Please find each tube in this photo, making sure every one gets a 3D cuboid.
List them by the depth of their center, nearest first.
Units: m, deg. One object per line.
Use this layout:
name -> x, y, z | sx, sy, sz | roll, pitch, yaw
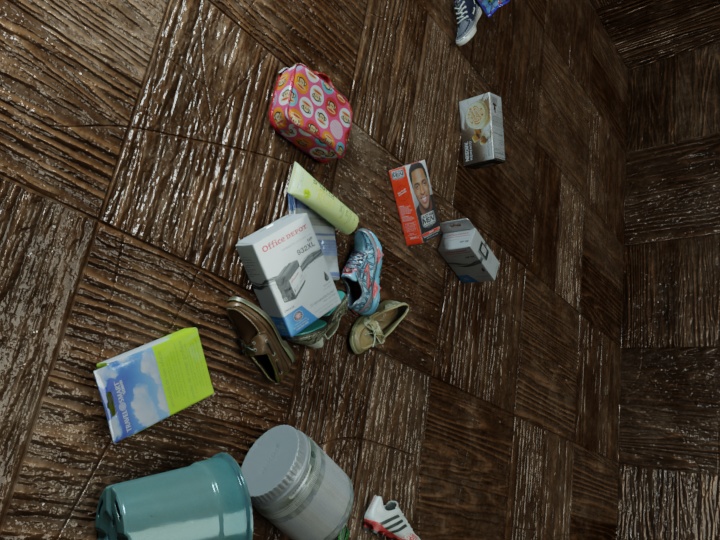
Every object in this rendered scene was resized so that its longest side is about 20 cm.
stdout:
tube -> -0.083, -0.151, 1.361 | 0.052, 0.058, 0.199 | -46, 127, 10

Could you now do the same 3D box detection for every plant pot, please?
plant pot -> -0.297, 0.402, 0.965 | 0.192, 0.197, 0.208 | 6, 80, -40

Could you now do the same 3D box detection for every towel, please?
towel -> -0.102, -0.074, 1.374 | 0.145, 0.023, 0.208 | -2, 86, -50

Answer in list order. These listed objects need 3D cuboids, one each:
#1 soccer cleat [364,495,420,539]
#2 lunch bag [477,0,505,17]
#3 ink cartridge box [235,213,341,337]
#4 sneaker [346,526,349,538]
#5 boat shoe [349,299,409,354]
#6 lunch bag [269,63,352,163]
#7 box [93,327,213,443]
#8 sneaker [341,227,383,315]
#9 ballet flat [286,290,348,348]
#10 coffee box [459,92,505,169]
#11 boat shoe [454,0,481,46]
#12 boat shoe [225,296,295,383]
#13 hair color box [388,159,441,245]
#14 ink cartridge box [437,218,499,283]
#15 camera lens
soccer cleat -> 0.084, 0.598, 1.465 | 0.199, 0.067, 0.087 | 38, 62, -34
lunch bag -> 0.382, -0.951, 1.997 | 0.196, 0.093, 0.155 | 17, 57, -41
ink cartridge box -> -0.143, 0.007, 1.250 | 0.143, 0.083, 0.205 | -31, 109, -32
sneaker -> -0.062, 0.623, 1.281 | 0.085, 0.076, 0.205 | 37, 57, -40
boat shoe -> 0.044, 0.129, 1.486 | 0.200, 0.061, 0.075 | -43, 116, -43
lunch bag -> -0.103, -0.357, 1.369 | 0.198, 0.080, 0.182 | 29, 63, -43
box -> -0.347, 0.187, 1.032 | 0.198, 0.047, 0.126 | -22, 101, -48
sneaker -> 0.000, 0.000, 1.442 | 0.094, 0.078, 0.208 | 4, 81, -46
ballet flat -> -0.084, 0.122, 1.343 | 0.199, 0.066, 0.078 | -41, 130, -46
coffee box -> 0.378, -0.430, 1.917 | 0.078, 0.112, 0.208 | 1, 85, -48
boat shoe -> 0.321, -0.795, 1.943 | 0.093, 0.073, 0.203 | 45, 45, -27
boat shoe -> -0.197, 0.138, 1.197 | 0.201, 0.070, 0.069 | 53, 48, -30
hair color box -> 0.148, -0.181, 1.653 | 0.100, 0.060, 0.206 | -25, 103, -47
ink cartridge box -> 0.301, -0.053, 1.773 | 0.200, 0.114, 0.068 | 47, 54, -34
camera lens -> -0.117, 0.416, 1.184 | 0.201, 0.157, 0.162 | 52, 50, -30
